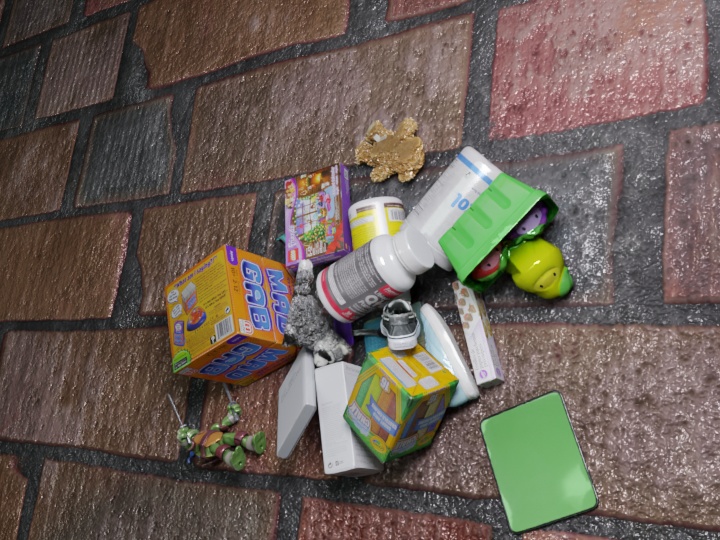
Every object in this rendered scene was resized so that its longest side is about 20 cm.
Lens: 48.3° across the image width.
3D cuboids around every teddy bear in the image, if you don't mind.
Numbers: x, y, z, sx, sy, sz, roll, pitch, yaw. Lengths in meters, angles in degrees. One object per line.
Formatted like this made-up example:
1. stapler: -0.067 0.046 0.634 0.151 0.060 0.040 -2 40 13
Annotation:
1. teddy bear: 0.066 -0.244 1.652 0.200 0.067 0.145 6 68 44

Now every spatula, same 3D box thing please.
1. spatula: 0.020 0.119 1.543 0.200 0.021 0.057 1 104 38

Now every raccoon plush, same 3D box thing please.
1. raccoon plush: -0.073 0.088 1.556 0.134 0.097 0.200 11 95 -2

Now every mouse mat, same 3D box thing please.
1. mouse mat: 0.288 0.314 1.319 0.161 0.008 0.200 -28 60 26

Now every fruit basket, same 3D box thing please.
1. fruit basket: 0.264 -0.032 1.345 0.215 0.155 0.216 -4 80 23

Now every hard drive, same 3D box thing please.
1. hard drive: -0.125 0.249 1.554 0.132 0.026 0.200 -61 17 22

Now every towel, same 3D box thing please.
1. towel: 0.076 0.173 1.518 0.147 0.022 0.200 -22 64 30

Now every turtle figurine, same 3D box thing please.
1. turtle figurine: -0.301 0.324 1.666 0.194 0.144 0.200 11 85 35

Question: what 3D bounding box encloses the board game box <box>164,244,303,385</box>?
1. board game box: -0.258 0.099 1.664 0.200 0.200 0.200 -31 58 31

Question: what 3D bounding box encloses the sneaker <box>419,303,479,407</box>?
1. sneaker: 0.136 0.153 1.439 0.082 0.074 0.200 -29 58 9

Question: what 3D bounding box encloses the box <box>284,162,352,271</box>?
1. box: -0.087 -0.108 1.633 0.137 0.039 0.200 -16 63 25

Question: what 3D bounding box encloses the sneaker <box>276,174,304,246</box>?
1. sneaker: -0.130 -0.102 1.731 0.121 0.084 0.200 -29 60 14

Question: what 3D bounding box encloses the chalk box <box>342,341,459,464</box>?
1. chalk box: 0.061 0.242 1.398 0.124 0.124 0.200 42 126 35

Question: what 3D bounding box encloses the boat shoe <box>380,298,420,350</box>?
1. boat shoe: 0.073 0.085 1.426 0.072 0.200 0.071 -4 98 -3

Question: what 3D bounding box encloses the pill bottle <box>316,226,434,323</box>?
1. pill bottle: 0.028 0.004 1.422 0.200 0.111 0.111 -31 58 29

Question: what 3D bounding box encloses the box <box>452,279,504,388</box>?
1. box: 0.209 0.108 1.429 0.039 0.041 0.200 -25 60 27

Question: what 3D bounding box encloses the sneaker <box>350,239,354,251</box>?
1. sneaker: 0.000 0.000 1.616 0.077 0.073 0.200 16 81 10

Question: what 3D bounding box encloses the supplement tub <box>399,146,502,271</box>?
1. supplement tub: 0.181 -0.113 1.469 0.200 0.132 0.132 -51 52 12

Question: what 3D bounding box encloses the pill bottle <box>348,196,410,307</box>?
1. pill bottle: 0.043 -0.034 1.543 0.109 0.109 0.200 -15 79 32

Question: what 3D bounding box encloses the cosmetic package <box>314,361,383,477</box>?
1. cosmetic package: -0.021 0.279 1.502 0.074 0.102 0.200 -20 65 29
